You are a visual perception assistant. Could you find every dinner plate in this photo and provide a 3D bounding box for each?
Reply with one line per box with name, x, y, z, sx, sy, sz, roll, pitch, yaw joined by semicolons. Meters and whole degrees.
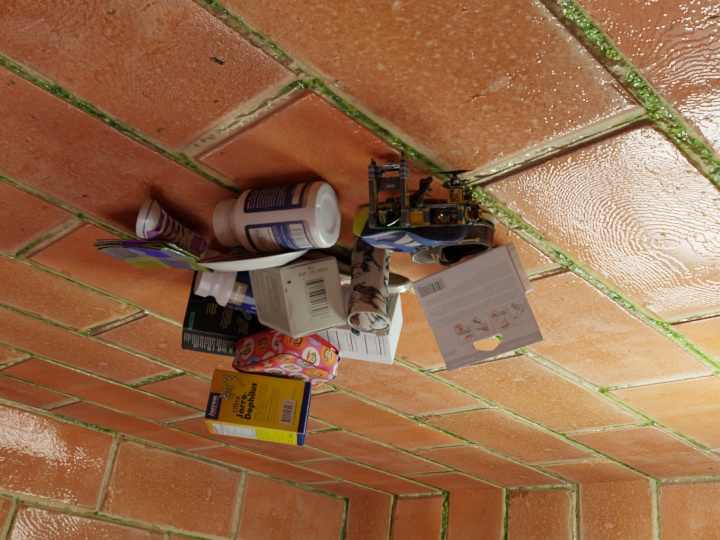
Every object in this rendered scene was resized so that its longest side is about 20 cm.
dinner plate;-0.186;-0.019;1.363;0.200;0.024;0.200;-5;-173;1

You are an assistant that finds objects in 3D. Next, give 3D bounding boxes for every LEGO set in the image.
LEGO set;0.097;-0.127;1.232;0.200;0.116;0.154;-1;-177;24

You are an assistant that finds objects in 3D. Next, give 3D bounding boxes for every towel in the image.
towel;-0.392;-0.026;1.486;0.200;0.023;0.144;3;162;31

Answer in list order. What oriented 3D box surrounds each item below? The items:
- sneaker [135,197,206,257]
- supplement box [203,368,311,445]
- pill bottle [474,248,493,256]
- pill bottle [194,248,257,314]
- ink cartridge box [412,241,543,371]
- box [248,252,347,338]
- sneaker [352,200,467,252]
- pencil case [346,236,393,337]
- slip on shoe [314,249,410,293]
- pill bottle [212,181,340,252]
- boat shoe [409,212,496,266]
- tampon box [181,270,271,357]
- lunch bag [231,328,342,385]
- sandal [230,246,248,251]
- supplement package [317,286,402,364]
sneaker;-0.343;-0.073;1.451;0.114;0.073;0.200;14;166;3
supplement box;-0.205;0.279;1.588;0.200;0.110;0.109;8;155;-1
pill bottle;0.236;0.043;1.509;0.104;0.104;0.200;9;155;-5
pill bottle;-0.226;0.026;1.579;0.200;0.116;0.116;15;153;-17
ink cartridge box;0.211;0.067;1.386;0.200;0.176;0.045;-24;177;33
box;-0.120;0.039;1.443;0.109;0.128;0.200;-14;-169;-23
sneaker;0.091;-0.072;1.352;0.200;0.074;0.082;5;157;23
pencil case;0.020;0.023;1.430;0.078;0.200;0.090;-8;139;14
slip on shoe;0.000;0.000;1.525;0.200;0.061;0.076;9;-165;5
pill bottle;-0.144;-0.088;1.329;0.200;0.111;0.111;-3;152;21
boat shoe;0.159;-0.043;1.399;0.072;0.060;0.200;26;148;-34
tampon box;-0.275;0.098;1.699;0.200;0.150;0.126;11;153;-9
lunch bag;-0.142;0.188;1.592;0.200;0.082;0.176;-17;141;39
sandal;-0.162;-0.068;1.465;0.200;0.045;0.075;-2;162;-14
supplement package;-0.023;0.107;1.606;0.200;0.114;0.110;8;143;13
